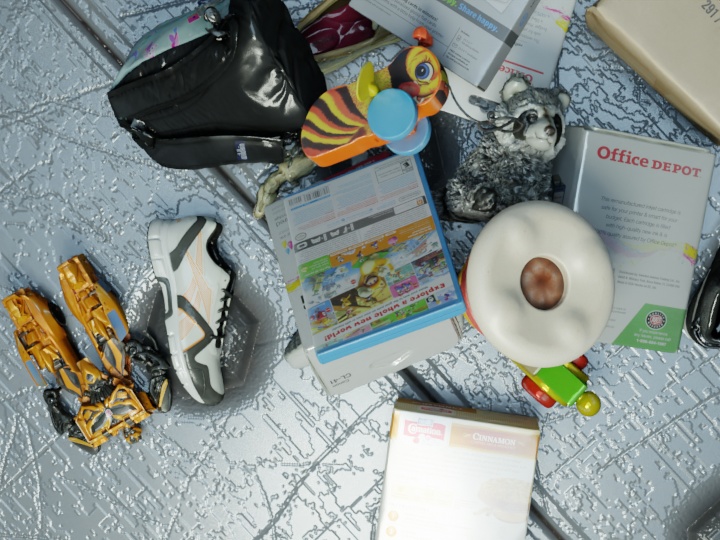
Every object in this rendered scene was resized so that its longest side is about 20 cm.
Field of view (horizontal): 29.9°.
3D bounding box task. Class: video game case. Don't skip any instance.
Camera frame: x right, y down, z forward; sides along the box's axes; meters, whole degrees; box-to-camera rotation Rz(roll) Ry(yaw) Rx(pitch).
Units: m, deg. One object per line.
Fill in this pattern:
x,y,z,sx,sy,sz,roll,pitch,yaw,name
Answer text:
0.009,-0.018,1.257,0.141,0.018,0.202,-20,49,6,video game case

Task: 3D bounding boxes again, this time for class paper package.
0.352,-0.251,1.313,0.200,0.103,0.191,43,97,1,paper package

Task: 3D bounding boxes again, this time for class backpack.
-0.144,-0.184,1.320,0.198,0.127,0.168,-15,120,28,backpack

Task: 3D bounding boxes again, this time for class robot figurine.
-0.287,0.095,1.413,0.144,0.058,0.202,-30,91,7,robot figurine

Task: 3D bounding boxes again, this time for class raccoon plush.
0.121,-0.117,1.305,0.199,0.096,0.136,7,86,49,raccoon plush

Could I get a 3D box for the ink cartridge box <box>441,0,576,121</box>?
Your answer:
0.143,-0.244,1.338,0.113,0.068,0.203,16,95,-10,ink cartridge box

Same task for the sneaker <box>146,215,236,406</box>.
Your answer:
-0.163,0.039,1.393,0.079,0.074,0.203,-12,93,3,sneaker

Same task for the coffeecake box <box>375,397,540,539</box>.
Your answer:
0.096,0.245,1.385,0.151,0.073,0.203,8,95,4,coffeecake box

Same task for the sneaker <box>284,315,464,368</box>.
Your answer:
0.016,0.066,1.382,0.197,0.075,0.088,-21,111,12,sneaker

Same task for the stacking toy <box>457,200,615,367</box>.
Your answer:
0.135,0.021,1.268,0.144,0.200,0.149,2,83,-19,stacking toy

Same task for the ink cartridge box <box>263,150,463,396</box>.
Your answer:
0.000,0.000,1.316,0.146,0.201,0.086,-24,137,5,ink cartridge box

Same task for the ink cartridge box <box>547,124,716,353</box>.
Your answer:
0.253,-0.033,1.329,0.143,0.087,0.203,9,97,-14,ink cartridge box

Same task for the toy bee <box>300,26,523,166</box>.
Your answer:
0.041,-0.163,1.247,0.197,0.131,0.111,-4,76,-5,toy bee

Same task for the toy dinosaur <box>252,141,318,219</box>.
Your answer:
-0.039,-0.123,1.362,0.198,0.088,0.048,-32,89,6,toy dinosaur

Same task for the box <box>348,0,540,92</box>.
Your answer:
0.104,-0.297,1.273,0.155,0.041,0.202,34,99,14,box

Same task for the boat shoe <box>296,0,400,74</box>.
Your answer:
0.014,-0.261,1.358,0.199,0.066,0.075,-34,90,4,boat shoe

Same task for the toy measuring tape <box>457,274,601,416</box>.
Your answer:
0.172,0.079,1.384,0.200,0.073,0.074,43,97,23,toy measuring tape

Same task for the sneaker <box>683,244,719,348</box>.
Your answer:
0.389,-0.010,1.322,0.072,0.112,0.202,25,96,2,sneaker
